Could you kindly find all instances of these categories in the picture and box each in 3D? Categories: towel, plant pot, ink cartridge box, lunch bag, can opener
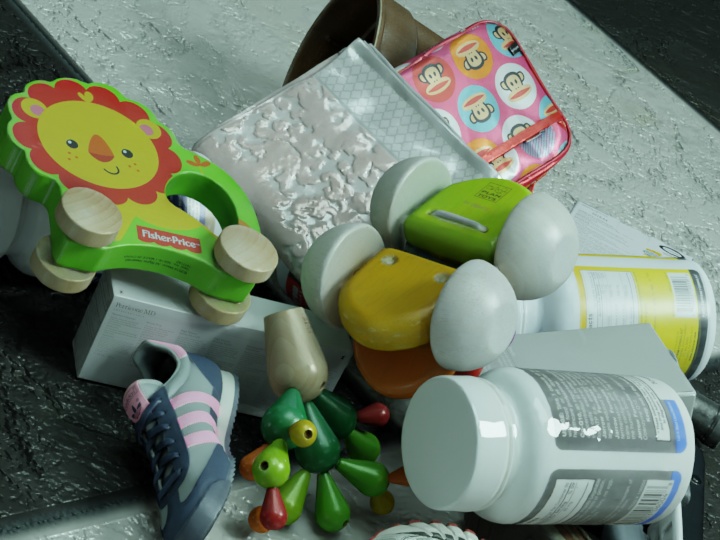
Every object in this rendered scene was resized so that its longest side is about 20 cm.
[{"bbox_3d":[-0.011,-0.083,1.452,0.191,0.032,0.200,-36,68,-17],"label":"towel"},{"bbox_3d":[0.044,-0.155,1.719,0.197,0.201,0.201,24,28,-25],"label":"plant pot"},{"bbox_3d":[0.248,0.010,1.727,0.136,0.077,0.200,27,30,8],"label":"ink cartridge box"},{"bbox_3d":[0.088,-0.113,1.571,0.199,0.082,0.177,-32,92,-27],"label":"lunch bag"},{"bbox_3d":[0.236,0.180,1.437,0.067,0.053,0.200,24,34,-10],"label":"can opener"}]

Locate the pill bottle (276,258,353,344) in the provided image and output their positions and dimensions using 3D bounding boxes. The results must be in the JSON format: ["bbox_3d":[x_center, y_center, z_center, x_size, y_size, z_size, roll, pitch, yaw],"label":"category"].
[{"bbox_3d":[0.000,0.000,1.492,0.200,0.116,0.116,39,30,19],"label":"pill bottle"}]

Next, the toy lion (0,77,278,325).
[{"bbox_3d":[-0.172,-0.063,1.297,0.199,0.069,0.192,14,41,-27],"label":"toy lion"}]

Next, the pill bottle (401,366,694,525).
[{"bbox_3d":[0.137,0.129,1.276,0.199,0.114,0.114,6,36,-32],"label":"pill bottle"}]

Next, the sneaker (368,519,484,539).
[{"bbox_3d":[0.085,0.246,1.215,0.199,0.078,0.082,29,30,1],"label":"sneaker"}]

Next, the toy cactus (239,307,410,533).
[{"bbox_3d":[-0.032,0.109,1.272,0.200,0.102,0.166,-6,80,-58],"label":"toy cactus"}]

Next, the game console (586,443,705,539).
[{"bbox_3d":[0.208,0.163,1.503,0.199,0.031,0.177,26,29,-4],"label":"game console"}]

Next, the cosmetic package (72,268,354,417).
[{"bbox_3d":[-0.113,0.058,1.336,0.199,0.083,0.051,15,32,-24],"label":"cosmetic package"}]

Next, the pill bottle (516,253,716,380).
[{"bbox_3d":[0.201,0.042,1.523,0.199,0.113,0.112,2,36,-16],"label":"pill bottle"}]

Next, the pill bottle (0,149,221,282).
[{"bbox_3d":[-0.217,-0.049,1.378,0.199,0.116,0.116,6,36,-36],"label":"pill bottle"}]

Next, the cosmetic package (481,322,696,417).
[{"bbox_3d":[0.161,0.110,1.424,0.199,0.091,0.107,-1,33,-13],"label":"cosmetic package"}]

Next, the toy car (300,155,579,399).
[{"bbox_3d":[0.067,0.017,1.337,0.174,0.151,0.200,19,50,35],"label":"toy car"}]

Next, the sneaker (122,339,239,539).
[{"bbox_3d":[-0.135,0.121,1.222,0.082,0.070,0.200,32,21,-19],"label":"sneaker"}]

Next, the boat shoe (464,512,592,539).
[{"bbox_3d":[0.159,0.229,1.313,0.071,0.076,0.200,3,39,-42],"label":"boat shoe"}]

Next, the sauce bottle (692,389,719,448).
[{"bbox_3d":[0.252,0.096,1.611,0.199,0.066,0.066,28,29,3],"label":"sauce bottle"}]
